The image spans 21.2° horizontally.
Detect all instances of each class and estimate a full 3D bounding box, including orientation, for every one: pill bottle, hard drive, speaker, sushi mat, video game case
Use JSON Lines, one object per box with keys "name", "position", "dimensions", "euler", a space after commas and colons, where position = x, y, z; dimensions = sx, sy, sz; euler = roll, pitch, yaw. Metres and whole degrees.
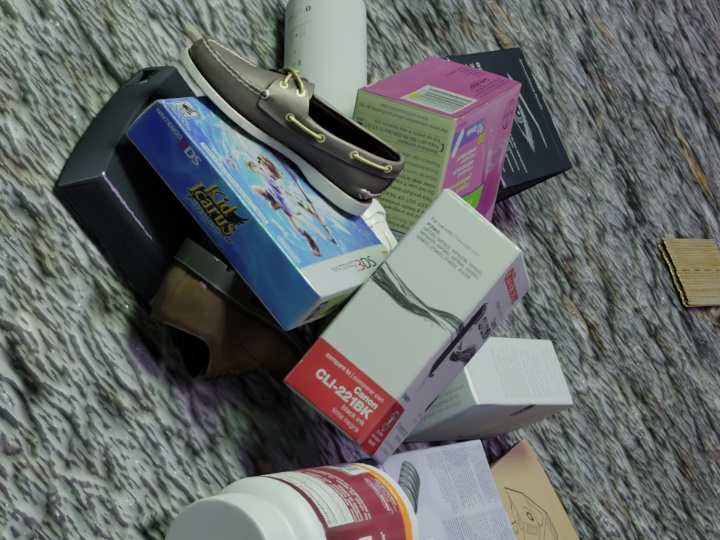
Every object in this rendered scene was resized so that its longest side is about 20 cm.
{"name": "pill bottle", "position": [-0.050, 0.206, 1.429], "dimensions": [0.200, 0.114, 0.114], "euler": [0, 68, -59]}
{"name": "hard drive", "position": [-0.160, -0.077, 1.543], "dimensions": [0.135, 0.042, 0.200], "euler": [54, 30, -20]}
{"name": "speaker", "position": [-0.033, -0.172, 1.793], "dimensions": [0.081, 0.081, 0.200], "euler": [39, 36, -39]}
{"name": "sushi mat", "position": [0.450, 0.003, 2.549], "dimensions": [0.200, 0.012, 0.096], "euler": [0, 66, -60]}
{"name": "video game case", "position": [-0.071, -0.053, 1.520], "dimensions": [0.200, 0.045, 0.181], "euler": [51, 20, 8]}

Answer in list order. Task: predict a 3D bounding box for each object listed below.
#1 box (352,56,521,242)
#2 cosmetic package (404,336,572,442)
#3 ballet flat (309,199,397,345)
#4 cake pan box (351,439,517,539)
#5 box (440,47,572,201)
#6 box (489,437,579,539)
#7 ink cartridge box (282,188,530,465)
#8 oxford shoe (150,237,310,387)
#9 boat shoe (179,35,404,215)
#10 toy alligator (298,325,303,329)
{"name": "box", "position": [0.055, -0.074, 1.740], "dimensions": [0.176, 0.097, 0.200], "euler": [-33, 139, -62]}
{"name": "cosmetic package", "position": [0.106, 0.111, 1.786], "dimensions": [0.200, 0.102, 0.074], "euler": [2, 65, -58]}
{"name": "ballet flat", "position": [0.000, 0.000, 1.641], "dimensions": [0.071, 0.065, 0.200], "euler": [-20, 117, -70]}
{"name": "cake pan box", "position": [0.069, 0.250, 1.647], "dimensions": [0.184, 0.052, 0.200], "euler": [-6, 73, -51]}
{"name": "box", "position": [0.117, -0.142, 2.002], "dimensions": [0.200, 0.104, 0.148], "euler": [-16, 82, -62]}
{"name": "box", "position": [0.152, 0.262, 1.828], "dimensions": [0.164, 0.021, 0.200], "euler": [64, 29, 0]}
{"name": "ink cartridge box", "position": [0.042, 0.048, 1.544], "dimensions": [0.084, 0.200, 0.144], "euler": [38, -4, 14]}
{"name": "oxford shoe", "position": [-0.104, 0.052, 1.516], "dimensions": [0.073, 0.084, 0.200], "euler": [30, -8, 40]}
{"name": "boat shoe", "position": [-0.053, -0.126, 1.533], "dimensions": [0.200, 0.060, 0.072], "euler": [39, 21, -17]}
{"name": "toy alligator", "position": [-0.067, 0.000, 1.599], "dimensions": [0.054, 0.059, 0.200], "euler": [16, 17, -5]}
